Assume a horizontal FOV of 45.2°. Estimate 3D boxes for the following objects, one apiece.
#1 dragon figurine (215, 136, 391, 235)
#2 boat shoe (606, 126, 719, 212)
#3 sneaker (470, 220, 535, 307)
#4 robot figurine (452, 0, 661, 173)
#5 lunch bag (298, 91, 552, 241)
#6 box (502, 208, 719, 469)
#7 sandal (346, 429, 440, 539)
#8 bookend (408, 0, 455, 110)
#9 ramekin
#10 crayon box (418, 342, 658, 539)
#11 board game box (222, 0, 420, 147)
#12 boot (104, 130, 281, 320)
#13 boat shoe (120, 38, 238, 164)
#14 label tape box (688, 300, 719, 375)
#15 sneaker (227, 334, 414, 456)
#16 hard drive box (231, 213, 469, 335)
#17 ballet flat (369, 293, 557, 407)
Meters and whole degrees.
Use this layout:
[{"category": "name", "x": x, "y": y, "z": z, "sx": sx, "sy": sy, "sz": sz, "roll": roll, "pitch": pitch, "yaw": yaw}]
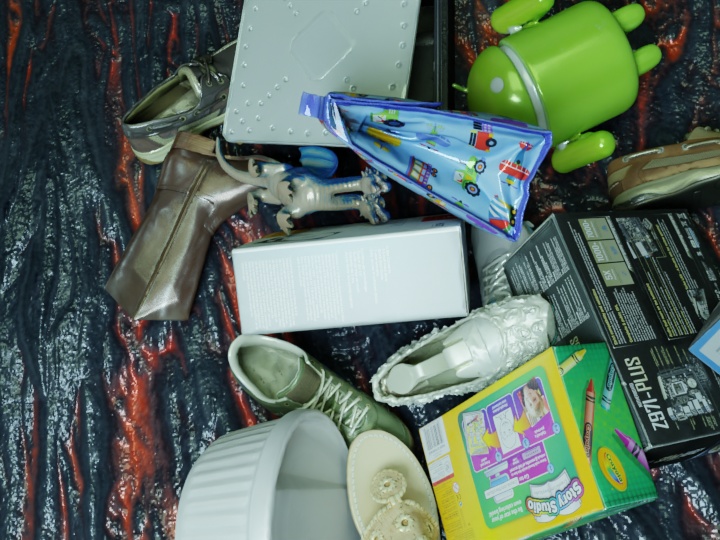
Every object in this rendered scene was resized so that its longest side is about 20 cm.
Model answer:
[{"category": "dragon figurine", "x": -0.056, "y": -0.084, "z": 0.829, "sx": 0.098, "sy": 0.060, "sz": 0.199, "roll": -18, "pitch": 30, "yaw": -37}, {"category": "boat shoe", "x": 0.330, "y": -0.103, "z": 0.822, "sx": 0.196, "sy": 0.076, "sz": 0.075, "roll": -14, "pitch": 63, "yaw": 4}, {"category": "sneaker", "x": 0.139, "y": 0.026, "z": 0.788, "sx": 0.075, "sy": 0.086, "sz": 0.203, "roll": -40, "pitch": 57, "yaw": 36}, {"category": "robot figurine", "x": 0.193, "y": -0.189, "z": 0.858, "sx": 0.197, "sy": 0.116, "sz": 0.178, "roll": -25, "pitch": 96, "yaw": -1}, {"category": "lunch bag", "x": 0.041, "y": -0.108, "z": 0.738, "sx": 0.196, "sy": 0.151, "sz": 0.096, "roll": 17, "pitch": 101, "yaw": -8}, {"category": "box", "x": 0.235, "y": 0.057, "z": 0.728, "sx": 0.161, "sy": 0.086, "sz": 0.203, "roll": -4, "pitch": 63, "yaw": -29}, {"category": "sandal", "x": 0.043, "y": 0.236, "z": 0.718, "sx": 0.076, "sy": 0.070, "sz": 0.216, "roll": -8, "pitch": 78, "yaw": -15}, {"category": "bookend", "x": 0.001, "y": -0.219, "z": 0.920, "sx": 0.196, "sy": 0.092, "sz": 0.203, "roll": -1, "pitch": 68, "yaw": 11}, {"category": "ramekin", "x": -0.072, "y": 0.219, "z": 0.708, "sx": 0.092, "sy": 0.202, "sz": 0.206, "roll": -7, "pitch": 66, "yaw": 19}, {"category": "crayon box", "x": 0.131, "y": 0.152, "z": 0.691, "sx": 0.057, "sy": 0.200, "sz": 0.121, "roll": 0, "pitch": 64, "yaw": -31}, {"category": "board game box", "x": -0.035, "y": -0.222, "z": 0.872, "sx": 0.196, "sy": 0.026, "sz": 0.204, "roll": 6, "pitch": 82, "yaw": 23}, {"category": "boot", "x": -0.151, "y": -0.025, "z": 0.892, "sx": 0.183, "sy": 0.064, "sz": 0.203, "roll": 18, "pitch": 77, "yaw": 14}, {"category": "boat shoe", "x": -0.178, "y": -0.199, "z": 0.960, "sx": 0.200, "sy": 0.065, "sz": 0.073, "roll": -43, "pitch": 66, "yaw": -9}, {"category": "label tape box", "x": 0.376, "y": 0.041, "z": 0.701, "sx": 0.144, "sy": 0.064, "sz": 0.199, "roll": 40, "pitch": 51, "yaw": 14}, {"category": "sneaker", "x": -0.044, "y": 0.120, "z": 0.793, "sx": 0.198, "sy": 0.090, "sz": 0.068, "roll": 28, "pitch": 74, "yaw": 19}, {"category": "hard drive box", "x": 0.000, "y": 0.000, "z": 0.791, "sx": 0.196, "sy": 0.156, "sz": 0.078, "roll": -5, "pitch": 97, "yaw": 8}, {"category": "ballet flat", "x": 0.080, "y": 0.080, "z": 0.744, "sx": 0.199, "sy": 0.071, "sz": 0.073, "roll": -32, "pitch": 56, "yaw": 44}]
